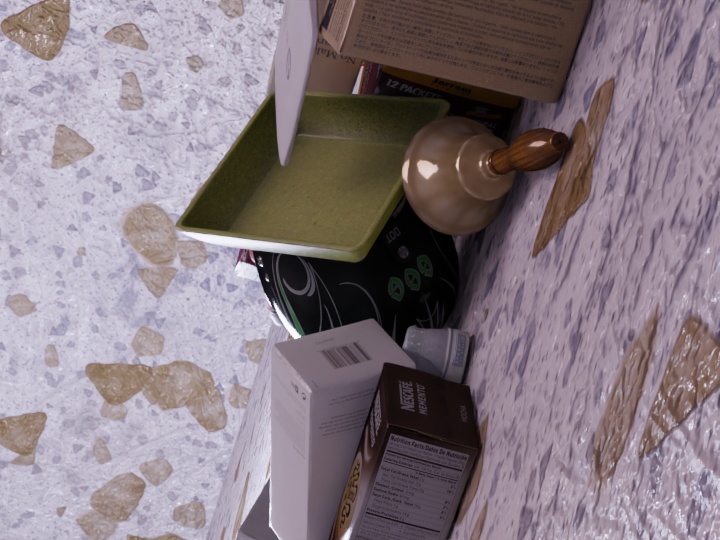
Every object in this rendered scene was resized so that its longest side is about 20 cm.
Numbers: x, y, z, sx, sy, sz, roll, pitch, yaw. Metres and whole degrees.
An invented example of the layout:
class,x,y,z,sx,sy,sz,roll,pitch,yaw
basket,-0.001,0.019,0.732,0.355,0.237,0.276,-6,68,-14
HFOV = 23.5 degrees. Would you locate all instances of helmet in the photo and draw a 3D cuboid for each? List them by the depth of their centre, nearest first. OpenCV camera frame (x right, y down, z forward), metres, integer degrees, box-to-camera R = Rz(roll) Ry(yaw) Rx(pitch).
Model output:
class,x,y,z,sx,sy,sz,roll,pitch,yaw
helmet,0.000,0.000,1.647,0.201,0.198,0.192,-82,-22,-48

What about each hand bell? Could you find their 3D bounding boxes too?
class,x,y,z,sx,sy,sz,roll,pitch,yaw
hand bell,0.119,-0.089,1.414,0.200,0.103,0.105,170,116,-68

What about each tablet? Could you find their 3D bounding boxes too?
class,x,y,z,sx,sy,sz,roll,pitch,yaw
tablet,-0.057,-0.196,1.501,0.200,0.014,0.131,107,162,-59

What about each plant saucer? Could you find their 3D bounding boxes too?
class,x,y,z,sx,sy,sz,roll,pitch,yaw
plant saucer,-0.036,-0.079,1.562,0.201,0.198,0.048,-59,-38,-35

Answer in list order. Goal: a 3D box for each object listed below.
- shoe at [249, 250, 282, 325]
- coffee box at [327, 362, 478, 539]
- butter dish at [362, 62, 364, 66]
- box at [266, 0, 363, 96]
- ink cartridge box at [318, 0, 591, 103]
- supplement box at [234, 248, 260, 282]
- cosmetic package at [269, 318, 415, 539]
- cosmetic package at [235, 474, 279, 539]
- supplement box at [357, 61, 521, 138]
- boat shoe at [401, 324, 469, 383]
class,x,y,z,sx,sy,sz,roll,pitch,yaw
shoe,-0.023,-0.003,1.814,0.072,0.199,0.092,-50,-55,-53
coffee box,0.029,0.195,1.435,0.113,0.079,0.202,-91,17,-68
butter dish,0.041,-0.332,1.915,0.200,0.198,0.149,115,140,-57
box,-0.031,-0.262,1.788,0.201,0.094,0.078,109,173,-49
ink cartridge box,0.085,-0.238,1.383,0.075,0.198,0.166,-125,49,-62
supplement box,-0.029,-0.035,1.944,0.103,0.198,0.132,133,152,-76
cosmetic package,-0.018,0.157,1.525,0.085,0.107,0.202,45,140,48
cosmetic package,-0.065,0.258,1.855,0.200,0.090,0.107,-54,-15,-47
supplement box,0.080,-0.208,1.692,0.200,0.132,0.199,115,169,-58
boat shoe,0.043,0.098,1.579,0.201,0.071,0.071,118,166,-63
